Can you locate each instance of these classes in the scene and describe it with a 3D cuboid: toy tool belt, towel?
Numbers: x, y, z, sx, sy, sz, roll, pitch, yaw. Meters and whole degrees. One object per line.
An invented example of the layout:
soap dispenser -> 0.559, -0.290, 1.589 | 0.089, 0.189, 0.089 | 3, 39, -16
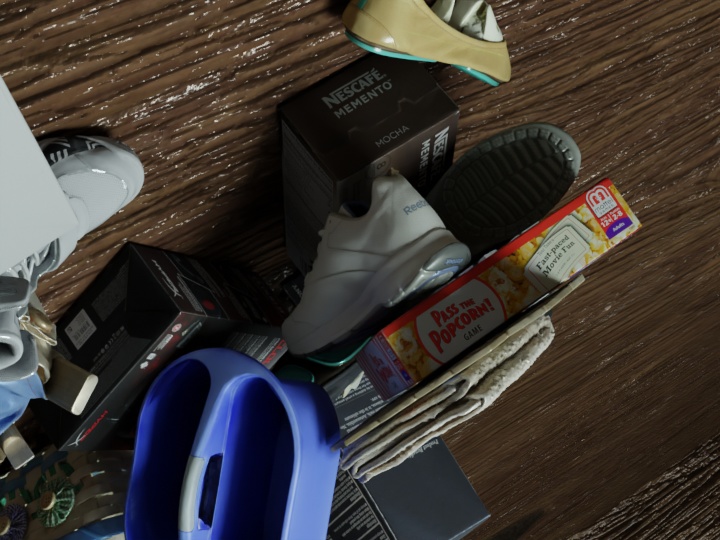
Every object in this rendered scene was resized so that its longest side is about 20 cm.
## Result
toy tool belt -> -0.271, 0.093, 0.813 | 0.200, 0.123, 0.125 | -39, 157, -2
towel -> 0.070, 0.095, 0.956 | 0.132, 0.035, 0.200 | -36, 176, 27

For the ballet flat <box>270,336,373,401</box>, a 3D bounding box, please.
ballet flat -> -0.042, 0.095, 1.099 | 0.200, 0.073, 0.073 | -47, 165, -35

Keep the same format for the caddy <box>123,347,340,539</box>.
caddy -> -0.099, 0.155, 0.930 | 0.105, 0.141, 0.202 | 1, 99, -63

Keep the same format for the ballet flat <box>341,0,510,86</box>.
ballet flat -> 0.064, -0.176, 0.917 | 0.200, 0.069, 0.063 | -1, 122, -57

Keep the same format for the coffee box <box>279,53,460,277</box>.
coffee box -> 0.005, -0.066, 0.998 | 0.113, 0.080, 0.200 | -31, 155, -19

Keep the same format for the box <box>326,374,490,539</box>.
box -> 0.000, 0.229, 1.327 | 0.123, 0.199, 0.200 | -21, 162, -36

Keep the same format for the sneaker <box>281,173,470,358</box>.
sneaker -> 0.000, 0.000, 0.923 | 0.074, 0.087, 0.200 | -19, 166, -43

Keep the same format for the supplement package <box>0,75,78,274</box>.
supplement package -> -0.262, -0.042, 0.602 | 0.199, 0.111, 0.156 | -34, 155, -13

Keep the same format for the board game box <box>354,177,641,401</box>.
board game box -> 0.096, 0.019, 0.949 | 0.199, 0.046, 0.152 | -34, 176, -13

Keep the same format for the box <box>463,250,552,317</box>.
box -> 0.126, -0.013, 1.233 | 0.060, 0.117, 0.200 | -38, 155, -9

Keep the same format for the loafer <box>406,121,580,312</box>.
loafer -> 0.081, -0.043, 0.982 | 0.200, 0.075, 0.070 | -36, 179, 13

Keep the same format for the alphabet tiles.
alphabet tiles -> 0.069, 0.067, 0.916 | 0.200, 0.006, 0.166 | -37, 175, 27

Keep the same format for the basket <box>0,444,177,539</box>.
basket -> -0.216, 0.238, 1.035 | 0.176, 0.201, 0.139 | -33, 162, 22

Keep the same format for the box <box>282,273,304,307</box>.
box -> 0.011, 0.019, 1.215 | 0.143, 0.036, 0.200 | -38, 156, -5

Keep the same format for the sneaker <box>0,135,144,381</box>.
sneaker -> -0.199, -0.003, 0.753 | 0.199, 0.115, 0.075 | -26, 145, -28

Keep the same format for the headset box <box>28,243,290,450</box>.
headset box -> -0.149, 0.067, 1.011 | 0.149, 0.075, 0.200 | -47, 156, 14
